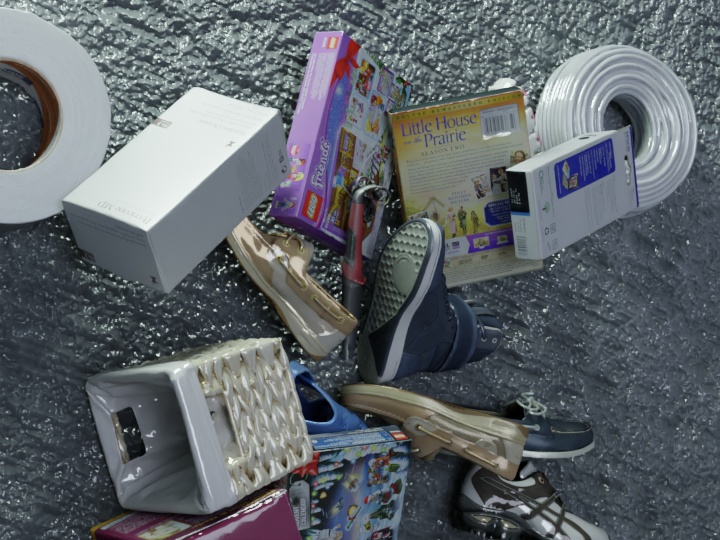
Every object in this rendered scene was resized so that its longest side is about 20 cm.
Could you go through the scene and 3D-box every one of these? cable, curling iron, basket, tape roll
[{"bbox_3d":[0.297,-0.159,1.679,0.200,0.069,0.200,34,71,-22],"label":"cable"},{"bbox_3d":[0.000,0.000,1.484,0.050,0.026,0.201,-12,116,-43],"label":"curling iron"},{"bbox_3d":[-0.149,0.141,1.341,0.123,0.200,0.136,-18,94,-33],"label":"basket"},{"bbox_3d":[-0.335,-0.138,1.339,0.200,0.066,0.201,2,85,-28],"label":"tape roll"}]

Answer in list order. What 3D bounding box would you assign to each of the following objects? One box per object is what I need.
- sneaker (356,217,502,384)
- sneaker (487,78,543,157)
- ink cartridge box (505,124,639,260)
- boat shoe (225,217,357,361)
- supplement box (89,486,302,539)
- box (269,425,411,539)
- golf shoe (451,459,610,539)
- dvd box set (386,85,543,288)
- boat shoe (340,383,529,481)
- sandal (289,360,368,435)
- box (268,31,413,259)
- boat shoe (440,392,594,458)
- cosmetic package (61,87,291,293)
[{"bbox_3d":[0.088,0.027,1.504,0.146,0.077,0.203,-4,132,-28],"label":"sneaker"},{"bbox_3d":[0.161,-0.106,1.602,0.087,0.074,0.200,-22,98,-21],"label":"sneaker"},{"bbox_3d":[0.231,-0.087,1.566,0.200,0.039,0.100,-24,111,-44],"label":"ink cartridge box"},{"bbox_3d":[-0.075,-0.005,1.453,0.069,0.074,0.200,-35,110,2],"label":"boat shoe"},{"bbox_3d":[-0.146,0.265,1.328,0.131,0.200,0.103,-20,95,-27],"label":"supplement box"},{"bbox_3d":[-0.027,0.258,1.443,0.137,0.040,0.201,-4,110,-28],"label":"box"},{"bbox_3d":[0.198,0.259,1.585,0.200,0.078,0.095,18,77,-27],"label":"golf shoe"},{"bbox_3d":[0.112,-0.085,1.542,0.146,0.029,0.201,-12,107,-8],"label":"dvd box set"},{"bbox_3d":[0.070,0.164,1.493,0.199,0.071,0.065,15,84,7],"label":"boat shoe"},{"bbox_3d":[-0.047,0.152,1.457,0.200,0.087,0.080,39,67,-22],"label":"sandal"},{"bbox_3d":[-0.017,-0.127,1.493,0.137,0.039,0.201,30,70,-51],"label":"box"},{"bbox_3d":[0.168,0.168,1.581,0.199,0.075,0.062,3,95,-19],"label":"boat shoe"},{"bbox_3d":[-0.169,-0.079,1.367,0.200,0.113,0.081,-48,143,-37],"label":"cosmetic package"}]
